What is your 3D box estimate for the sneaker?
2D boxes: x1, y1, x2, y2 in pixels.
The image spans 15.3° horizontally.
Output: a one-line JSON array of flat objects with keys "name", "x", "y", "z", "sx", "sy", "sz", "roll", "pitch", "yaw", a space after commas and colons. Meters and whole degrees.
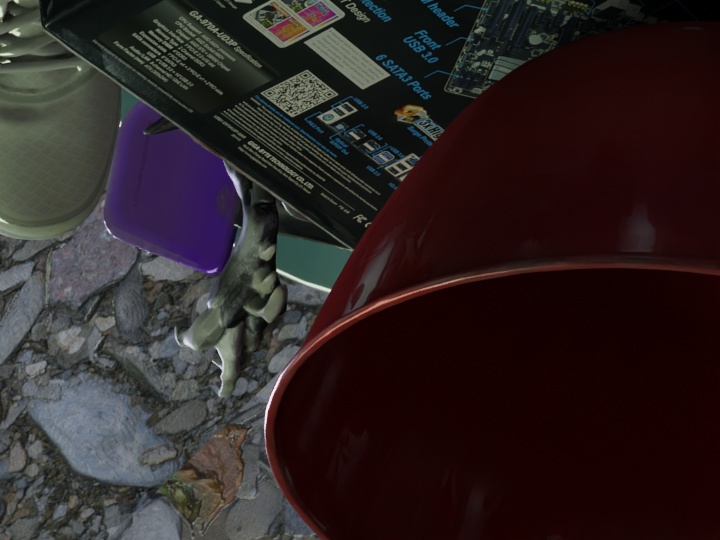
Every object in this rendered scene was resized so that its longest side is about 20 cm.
[{"name": "sneaker", "x": -0.103, "y": -0.099, "z": 0.792, "sx": 0.081, "sy": 0.075, "sz": 0.200, "roll": -133, "pitch": 37, "yaw": -62}]

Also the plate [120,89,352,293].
[{"name": "plate", "x": -0.012, "y": -0.078, "z": 0.928, "sx": 0.200, "sy": 0.026, "sz": 0.200, "roll": 20, "pitch": 132, "yaw": 24}]

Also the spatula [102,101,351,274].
[{"name": "spatula", "x": -0.005, "y": -0.012, "z": 0.937, "sx": 0.200, "sy": 0.057, "sz": 0.021, "roll": 17, "pitch": -163, "yaw": 20}]

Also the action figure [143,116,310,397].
[{"name": "action figure", "x": 0.000, "y": 0.000, "z": 0.848, "sx": 0.200, "sy": 0.119, "sz": 0.102, "roll": 64, "pitch": 149, "yaw": 28}]

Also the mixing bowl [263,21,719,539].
[{"name": "mixing bowl", "x": 0.082, "y": 0.010, "z": 0.662, "sx": 0.200, "sy": 0.109, "sz": 0.200, "roll": 7, "pitch": 148, "yaw": 4}]

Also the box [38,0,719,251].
[{"name": "box", "x": 0.037, "y": -0.069, "z": 0.692, "sx": 0.200, "sy": 0.159, "sz": 0.046, "roll": 35, "pitch": -143, "yaw": -48}]
